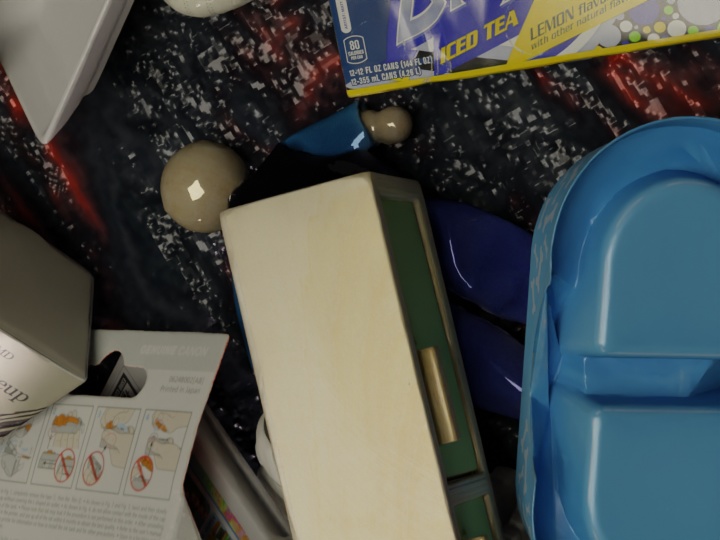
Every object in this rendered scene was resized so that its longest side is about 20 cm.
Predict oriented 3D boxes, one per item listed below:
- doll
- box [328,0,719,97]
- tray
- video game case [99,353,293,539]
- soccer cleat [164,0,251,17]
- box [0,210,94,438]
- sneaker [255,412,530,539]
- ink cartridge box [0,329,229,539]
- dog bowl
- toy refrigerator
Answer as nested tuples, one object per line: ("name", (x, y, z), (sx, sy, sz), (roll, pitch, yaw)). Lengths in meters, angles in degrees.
("doll", (0.000, 0.000, 0.908), (0.199, 0.048, 0.137), (27, 93, 17))
("box", (0.088, -0.118, 0.839), (0.199, 0.064, 0.070), (-7, 100, 24))
("tray", (-0.100, -0.159, 0.909), (0.200, 0.022, 0.107), (-62, 33, 22))
("video game case", (-0.095, 0.162, 0.952), (0.182, 0.024, 0.200), (51, 122, 40))
("soccer cleat", (-0.025, -0.177, 0.865), (0.200, 0.078, 0.069), (-43, 84, 25))
("box", (-0.216, 0.054, 0.986), (0.200, 0.069, 0.082), (-34, 128, 28))
("sneaker", (0.042, 0.123, 0.918), (0.199, 0.075, 0.081), (27, 125, 17))
("ink cartridge box", (-0.114, 0.127, 0.941), (0.160, 0.047, 0.201), (-1, 70, 50))
("dog bowl", (0.114, 0.040, 0.842), (0.111, 0.050, 0.201), (2, 97, -15))
("toy refrigerator", (0.011, 0.067, 0.839), (0.070, 0.076, 0.201), (-14, 85, 16))
